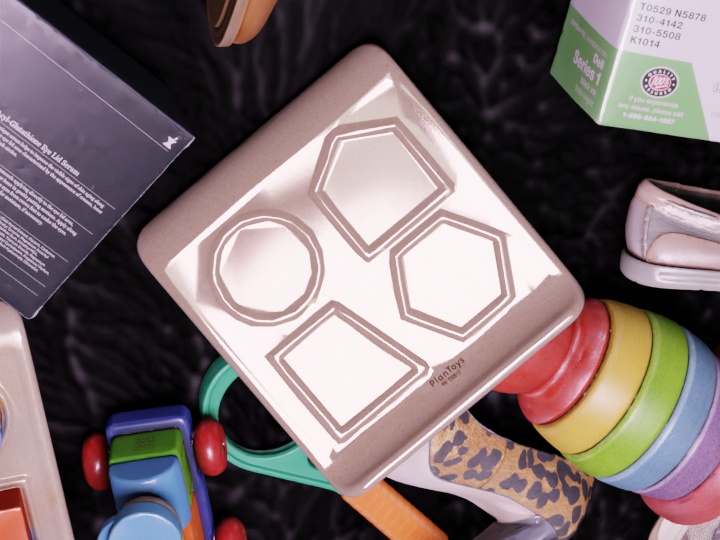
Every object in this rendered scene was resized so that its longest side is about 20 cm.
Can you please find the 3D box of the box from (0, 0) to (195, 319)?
[{"bbox_3d":[-0.213,-0.092,1.599,0.200,0.079,0.141,39,103,-27],"label":"box"}]

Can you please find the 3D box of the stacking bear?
[{"bbox_3d":[0.141,0.064,1.764,0.200,0.114,0.122,28,102,-21],"label":"stacking bear"}]

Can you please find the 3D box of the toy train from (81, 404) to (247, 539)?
[{"bbox_3d":[-0.111,0.191,1.734,0.084,0.116,0.201,-7,118,5],"label":"toy train"}]

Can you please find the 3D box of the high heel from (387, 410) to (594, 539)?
[{"bbox_3d":[0.070,0.087,1.788,0.142,0.071,0.201,-30,110,-36],"label":"high heel"}]

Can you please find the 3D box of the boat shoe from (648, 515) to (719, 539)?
[{"bbox_3d":[0.259,0.112,1.828,0.065,0.072,0.200,39,106,8],"label":"boat shoe"}]

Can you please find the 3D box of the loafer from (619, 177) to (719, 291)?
[{"bbox_3d":[0.256,-0.023,1.777,0.199,0.072,0.063,0,108,-13],"label":"loafer"}]

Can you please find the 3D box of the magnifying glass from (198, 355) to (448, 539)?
[{"bbox_3d":[-0.019,0.114,1.789,0.080,0.022,0.200,-44,117,7],"label":"magnifying glass"}]

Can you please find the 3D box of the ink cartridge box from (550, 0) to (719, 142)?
[{"bbox_3d":[0.210,-0.180,1.676,0.146,0.084,0.201,6,113,-19],"label":"ink cartridge box"}]

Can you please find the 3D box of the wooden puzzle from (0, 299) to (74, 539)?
[{"bbox_3d":[-0.265,0.130,1.682,0.185,0.046,0.201,-11,109,-2],"label":"wooden puzzle"}]

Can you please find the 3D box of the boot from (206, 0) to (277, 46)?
[{"bbox_3d":[0.010,-0.197,1.619,0.154,0.074,0.200,14,113,-26],"label":"boot"}]

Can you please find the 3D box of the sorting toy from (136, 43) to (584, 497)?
[{"bbox_3d":[0.000,0.000,1.693,0.185,0.036,0.200,-40,91,5],"label":"sorting toy"}]
